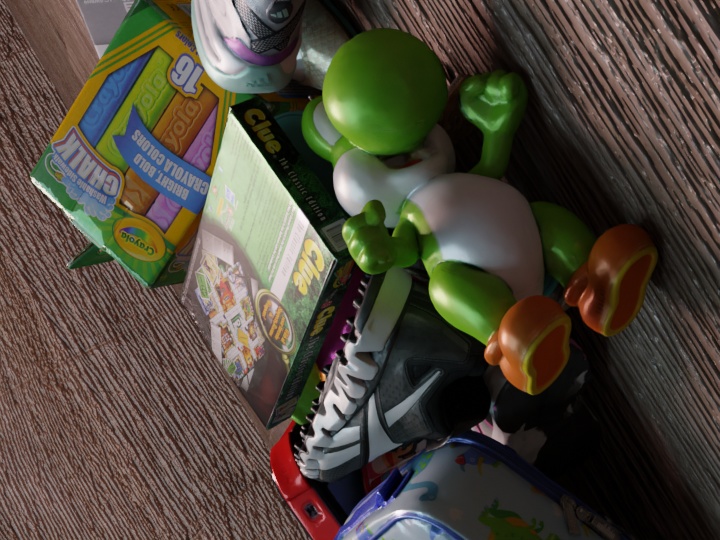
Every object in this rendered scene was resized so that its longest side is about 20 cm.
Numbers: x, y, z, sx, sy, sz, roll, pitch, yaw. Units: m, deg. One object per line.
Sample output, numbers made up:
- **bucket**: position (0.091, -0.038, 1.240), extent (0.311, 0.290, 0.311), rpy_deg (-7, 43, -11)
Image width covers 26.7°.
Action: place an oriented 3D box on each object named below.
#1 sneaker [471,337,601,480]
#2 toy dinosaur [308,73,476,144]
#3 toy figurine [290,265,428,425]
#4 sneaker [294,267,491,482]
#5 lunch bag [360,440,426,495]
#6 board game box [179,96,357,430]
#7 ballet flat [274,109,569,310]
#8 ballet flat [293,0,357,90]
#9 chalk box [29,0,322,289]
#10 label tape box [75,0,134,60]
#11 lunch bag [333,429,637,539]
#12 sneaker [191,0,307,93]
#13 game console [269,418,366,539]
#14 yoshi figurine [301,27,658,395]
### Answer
- **sneaker**: position (0.092, 0.067, 0.902), extent (0.200, 0.080, 0.086), rpy_deg (88, 156, -56)
- **toy dinosaur**: position (0.023, -0.069, 0.878), extent (0.106, 0.060, 0.200), rpy_deg (56, 169, 10)
- **toy figurine**: position (0.000, 0.000, 0.941), extent (0.184, 0.149, 0.201), rpy_deg (106, 157, -80)
- **sneaker**: position (0.021, 0.072, 0.822), extent (0.090, 0.067, 0.200), rpy_deg (22, 144, -1)
- **lunch bag**: position (0.072, 0.162, 1.081), extent (0.176, 0.082, 0.200), rpy_deg (51, -167, -25)
- **board game box**: position (-0.055, 0.003, 0.851), extent (0.105, 0.023, 0.200), rpy_deg (57, 152, 19)
- **ballet flat**: position (0.030, -0.024, 0.823), extent (0.200, 0.071, 0.065), rpy_deg (32, 178, 23)
- **ballet flat**: position (-0.062, -0.168, 0.991), extent (0.200, 0.062, 0.068), rpy_deg (52, 164, 34)
- **chalk box**: position (-0.127, -0.071, 1.039), extent (0.124, 0.200, 0.125), rpy_deg (41, -158, 14)
- **label tape box**: position (-0.163, -0.199, 1.202), extent (0.200, 0.063, 0.145), rpy_deg (76, -168, -54)
- **lunch bag**: position (0.065, 0.180, 0.883), extent (0.161, 0.083, 0.200), rpy_deg (36, 146, -1)
- **sneaker**: position (-0.067, -0.220, 0.896), extent (0.140, 0.077, 0.201), rpy_deg (117, 137, -54)
- **game console**: position (0.015, 0.178, 1.066), extent (0.200, 0.031, 0.177), rpy_deg (56, -162, -5)
- **yoshi figurine**: position (0.041, -0.044, 0.719), extent (0.200, 0.112, 0.112), rpy_deg (43, -159, 31)
